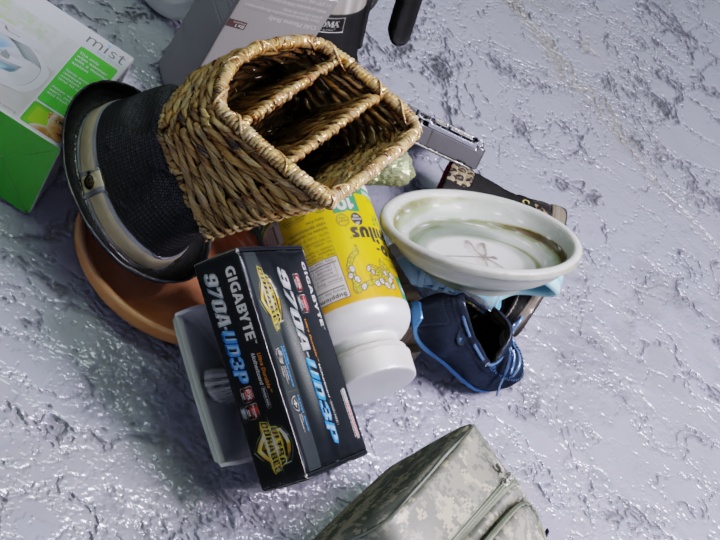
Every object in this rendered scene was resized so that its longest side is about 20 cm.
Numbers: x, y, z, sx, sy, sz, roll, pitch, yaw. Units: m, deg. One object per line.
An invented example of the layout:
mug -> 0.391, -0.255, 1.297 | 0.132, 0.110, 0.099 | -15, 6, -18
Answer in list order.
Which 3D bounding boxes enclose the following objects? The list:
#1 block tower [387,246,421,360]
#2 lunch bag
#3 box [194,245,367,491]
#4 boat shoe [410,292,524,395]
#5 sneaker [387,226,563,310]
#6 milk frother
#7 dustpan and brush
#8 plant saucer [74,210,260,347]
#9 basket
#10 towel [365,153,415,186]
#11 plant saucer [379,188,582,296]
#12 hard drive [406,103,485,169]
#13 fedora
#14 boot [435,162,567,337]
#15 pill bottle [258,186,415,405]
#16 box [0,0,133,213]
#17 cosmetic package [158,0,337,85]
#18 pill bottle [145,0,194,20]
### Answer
block tower -> 0.000, 0.000, 1.658 | 0.054, 0.058, 0.201 | -8, 57, -42
lunch bag -> 0.069, 0.252, 1.399 | 0.168, 0.139, 0.200 | 56, 39, -3
box -> -0.067, 0.080, 1.424 | 0.159, 0.046, 0.201 | -3, 74, -71
boat shoe -> 0.121, 0.074, 1.617 | 0.200, 0.068, 0.085 | 24, 52, -58
sneaker -> 0.112, 0.004, 1.687 | 0.199, 0.074, 0.082 | -7, 62, 1
milk frother -> -0.031, -0.349, 1.870 | 0.180, 0.189, 0.200 | -5, 39, -27
dustpan and brush -> -0.093, 0.095, 1.472 | 0.200, 0.057, 0.140 | 8, 64, -77
plant saucer -> -0.176, -0.004, 1.538 | 0.199, 0.038, 0.201 | 21, 41, -19
basket -> -0.061, -0.134, 1.440 | 0.200, 0.148, 0.143 | -40, 111, -52
towel -> -0.030, -0.123, 1.679 | 0.147, 0.037, 0.200 | 2, 15, -10
plant saucer -> 0.113, -0.020, 1.603 | 0.199, 0.050, 0.200 | 9, 23, -4
hard drive -> 0.051, -0.162, 1.797 | 0.139, 0.038, 0.200 | 24, 5, -14
fedora -> -0.175, -0.093, 1.480 | 0.200, 0.091, 0.202 | 33, 44, -39
boot -> 0.138, -0.029, 1.786 | 0.150, 0.073, 0.200 | 28, 47, -5
pill bottle -> -0.018, 0.020, 1.558 | 0.112, 0.113, 0.201 | 0, 61, -39
box -> -0.342, -0.179, 1.539 | 0.199, 0.097, 0.177 | 33, 40, -5
cosmetic package -> -0.119, -0.244, 1.698 | 0.106, 0.200, 0.090 | 7, 45, -30
pill bottle -> -0.162, -0.363, 1.856 | 0.112, 0.112, 0.200 | 41, 37, 4
